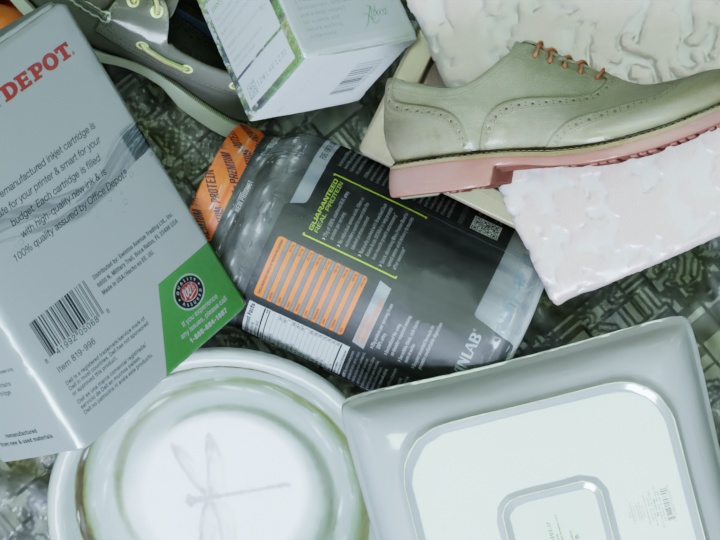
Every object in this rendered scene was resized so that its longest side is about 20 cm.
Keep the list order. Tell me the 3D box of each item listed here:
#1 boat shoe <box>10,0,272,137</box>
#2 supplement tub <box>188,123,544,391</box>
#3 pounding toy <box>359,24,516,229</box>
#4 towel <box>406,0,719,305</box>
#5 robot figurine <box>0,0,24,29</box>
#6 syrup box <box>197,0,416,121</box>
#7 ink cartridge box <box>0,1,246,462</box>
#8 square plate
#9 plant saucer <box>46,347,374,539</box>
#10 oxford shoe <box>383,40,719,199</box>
[{"bbox_3d":[-0.118,-0.147,1.249,0.202,0.060,0.072,30,47,-30],"label":"boat shoe"},{"bbox_3d":[0.000,0.000,1.252,0.200,0.123,0.123,26,87,3],"label":"supplement tub"},{"bbox_3d":[0.131,-0.121,1.266,0.184,0.142,0.200,26,97,4],"label":"pounding toy"},{"bbox_3d":[0.148,-0.106,1.178,0.191,0.032,0.200,-25,91,9],"label":"towel"},{"bbox_3d":[-0.230,-0.087,1.267,0.117,0.144,0.200,11,86,23],"label":"robot figurine"},{"bbox_3d":[-0.054,-0.193,1.225,0.081,0.079,0.200,-14,74,-33],"label":"syrup box"},{"bbox_3d":[-0.176,-0.021,1.164,0.147,0.083,0.200,-41,108,-39],"label":"ink cartridge box"},{"bbox_3d":[0.107,0.142,1.171,0.198,0.028,0.200,-14,86,1],"label":"square plate"},{"bbox_3d":[-0.080,0.133,1.263,0.200,0.050,0.200,0,107,-1],"label":"plant saucer"},{"bbox_3d":[0.106,-0.088,1.135,0.200,0.071,0.074,-10,90,9],"label":"oxford shoe"}]
